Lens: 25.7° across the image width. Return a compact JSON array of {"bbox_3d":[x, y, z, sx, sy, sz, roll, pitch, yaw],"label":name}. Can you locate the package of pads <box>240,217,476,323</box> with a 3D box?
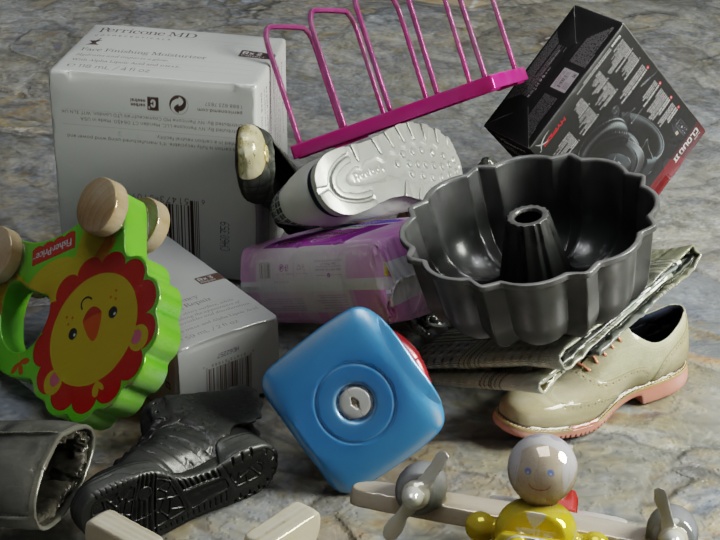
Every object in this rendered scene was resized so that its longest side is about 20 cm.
[{"bbox_3d":[0.000,0.000,1.343,0.120,0.077,0.199,-15,8,-39],"label":"package of pads"}]

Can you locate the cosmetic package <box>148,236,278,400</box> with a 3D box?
[{"bbox_3d":[-0.160,0.043,1.327,0.101,0.075,0.199,-18,33,-32],"label":"cosmetic package"}]

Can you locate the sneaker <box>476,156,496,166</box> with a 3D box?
[{"bbox_3d":[0.108,-0.038,1.418,0.079,0.076,0.200,-35,19,20],"label":"sneaker"}]

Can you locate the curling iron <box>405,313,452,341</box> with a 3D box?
[{"bbox_3d":[0.046,0.018,1.442,0.049,0.026,0.200,16,17,-19],"label":"curling iron"}]

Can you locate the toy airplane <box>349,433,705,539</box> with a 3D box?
[{"bbox_3d":[0.119,0.163,1.022,0.198,0.143,0.199,-13,29,-26],"label":"toy airplane"}]

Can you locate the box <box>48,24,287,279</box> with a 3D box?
[{"bbox_3d":[-0.175,-0.112,1.490,0.197,0.202,0.131,5,27,8],"label":"box"}]

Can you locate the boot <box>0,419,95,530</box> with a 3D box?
[{"bbox_3d":[-0.286,0.119,1.133,0.198,0.073,0.183,-10,37,18],"label":"boot"}]

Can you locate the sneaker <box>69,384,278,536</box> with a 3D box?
[{"bbox_3d":[-0.141,0.136,1.161,0.198,0.061,0.104,-13,31,-36],"label":"sneaker"}]

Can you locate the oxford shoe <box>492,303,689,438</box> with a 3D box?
[{"bbox_3d":[0.186,0.077,1.270,0.199,0.075,0.071,-20,36,-34],"label":"oxford shoe"}]

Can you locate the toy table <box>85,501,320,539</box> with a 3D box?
[{"bbox_3d":[-0.091,0.225,0.918,0.182,0.118,0.200,14,28,23],"label":"toy table"}]

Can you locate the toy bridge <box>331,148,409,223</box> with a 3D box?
[{"bbox_3d":[0.045,-0.045,1.465,0.199,0.068,0.027,23,5,-30],"label":"toy bridge"}]

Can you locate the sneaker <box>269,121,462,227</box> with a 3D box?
[{"bbox_3d":[0.010,-0.078,1.384,0.199,0.077,0.080,-9,-13,-44],"label":"sneaker"}]

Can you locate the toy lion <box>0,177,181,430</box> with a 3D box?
[{"bbox_3d":[-0.225,0.037,1.266,0.199,0.194,0.068,-20,-29,32],"label":"toy lion"}]

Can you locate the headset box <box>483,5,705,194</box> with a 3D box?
[{"bbox_3d":[0.235,-0.132,1.529,0.149,0.200,0.077,-53,42,-3],"label":"headset box"}]

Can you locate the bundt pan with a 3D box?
[{"bbox_3d":[0.132,-0.010,1.210,0.200,0.076,0.203,-8,30,5],"label":"bundt pan"}]

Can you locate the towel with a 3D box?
[{"bbox_3d":[0.157,0.041,1.289,0.192,0.035,0.199,-34,15,-34],"label":"towel"}]

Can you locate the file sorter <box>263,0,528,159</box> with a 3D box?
[{"bbox_3d":[0.030,-0.198,1.446,0.198,0.127,0.139,-18,3,20],"label":"file sorter"}]

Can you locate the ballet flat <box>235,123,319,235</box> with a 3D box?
[{"bbox_3d":[-0.068,-0.081,1.393,0.056,0.067,0.200,1,-16,15],"label":"ballet flat"}]

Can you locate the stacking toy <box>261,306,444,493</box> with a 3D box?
[{"bbox_3d":[0.003,0.082,1.241,0.109,0.117,0.200,-36,4,7],"label":"stacking toy"}]
